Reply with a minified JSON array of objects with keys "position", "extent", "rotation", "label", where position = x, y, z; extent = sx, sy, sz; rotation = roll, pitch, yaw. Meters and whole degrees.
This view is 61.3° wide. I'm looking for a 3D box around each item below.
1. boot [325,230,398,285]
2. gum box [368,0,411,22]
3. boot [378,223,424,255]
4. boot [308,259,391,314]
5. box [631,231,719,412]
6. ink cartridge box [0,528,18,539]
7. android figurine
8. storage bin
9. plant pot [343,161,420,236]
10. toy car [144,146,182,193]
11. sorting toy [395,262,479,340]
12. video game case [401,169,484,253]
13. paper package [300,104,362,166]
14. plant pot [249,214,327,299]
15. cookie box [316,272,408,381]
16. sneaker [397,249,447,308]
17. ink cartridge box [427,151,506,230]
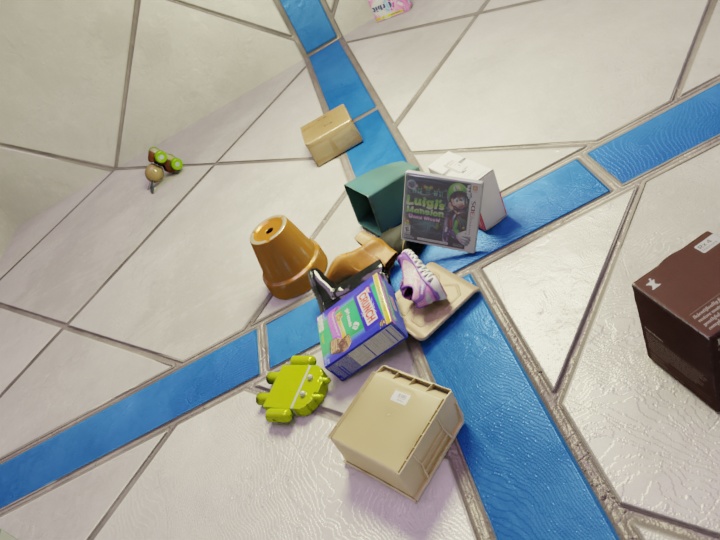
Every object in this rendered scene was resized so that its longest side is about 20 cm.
[{"position":[0.001,0.000,1.644],"extent":[0.144,0.071,0.202],"rotation":[38,91,34],"label":"boot"},{"position":[0.152,-1.332,3.026],"extent":[0.197,0.114,0.067],"rotation":[-8,42,30],"label":"gum box"},{"position":[0.131,-0.127,1.688],"extent":[0.137,0.078,0.201],"rotation":[4,48,46],"label":"boot"},{"position":[-0.027,0.025,1.592],"extent":[0.198,0.066,0.167],"rotation":[-30,65,15],"label":"boot"},{"position":[0.578,0.084,0.998],"extent":[0.165,0.201,0.165],"rotation":[-34,36,-2],"label":"box"},{"position":[-0.934,0.746,1.459],"extent":[0.198,0.084,0.147],"rotation":[-30,36,2],"label":"ink cartridge box"},{"position":[-0.157,0.283,1.454],"extent":[0.197,0.041,0.183],"rotation":[-5,44,35],"label":"android figurine"},{"position":[0.071,0.311,1.206],"extent":[0.198,0.094,0.199],"rotation":[12,54,44],"label":"storage bin"},{"position":[0.085,-0.226,1.782],"extent":[0.199,0.143,0.141],"rotation":[-34,35,-16],"label":"plant pot"},{"position":[-0.946,-0.460,2.859],"extent":[0.164,0.156,0.203],"rotation":[30,96,55],"label":"toy car"},{"position":[0.163,0.074,1.466],"extent":[0.199,0.037,0.185],"rotation":[-38,36,-14],"label":"sorting toy"},{"position":[0.201,-0.147,1.524],"extent":[0.197,0.185,0.023],"rotation":[12,26,20],"label":"video game case"},{"position":[-0.111,-0.511,2.284],"extent":[0.198,0.104,0.192],"rotation":[-28,35,7],"label":"paper package"},{"position":[-0.222,-0.053,1.766],"extent":[0.197,0.184,0.202],"rotation":[-20,38,16],"label":"plant pot"},{"position":[-0.001,0.132,1.440],"extent":[0.199,0.075,0.172],"rotation":[-36,38,16],"label":"cookie box"},{"position":[0.126,0.024,1.460],"extent":[0.088,0.081,0.201],"rotation":[-36,36,0],"label":"sneaker"},{"position":[0.280,-0.212,1.607],"extent":[0.082,0.148,0.200],"rotation":[-35,35,-10],"label":"ink cartridge box"}]
